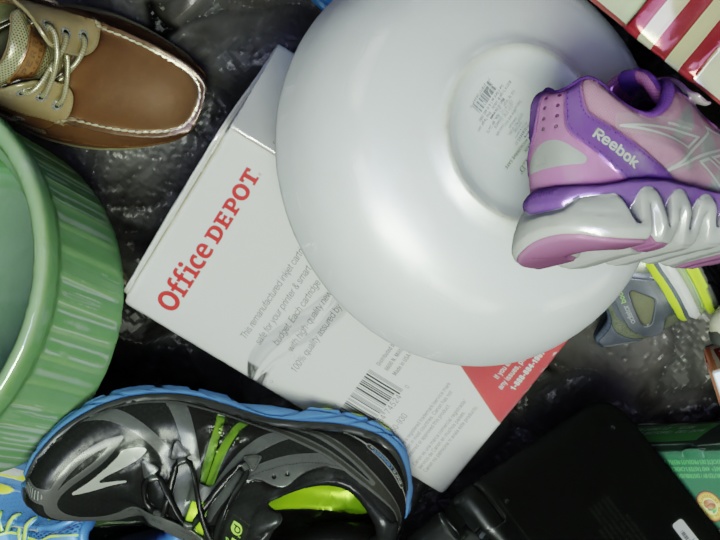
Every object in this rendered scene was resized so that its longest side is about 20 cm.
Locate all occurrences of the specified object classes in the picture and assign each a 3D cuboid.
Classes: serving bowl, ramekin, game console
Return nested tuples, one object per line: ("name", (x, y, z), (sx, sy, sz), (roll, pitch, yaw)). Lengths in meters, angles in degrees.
("serving bowl", (0.063, -0.058, 1.174), (0.199, 0.066, 0.201), (4, 80, -23))
("ramekin", (-0.217, 0.012, 1.276), (0.199, 0.098, 0.201), (-6, 76, 26))
("game console", (0.108, 0.200, 1.264), (0.200, 0.176, 0.116), (52, 143, 10))

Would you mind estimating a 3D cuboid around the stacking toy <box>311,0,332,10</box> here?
("stacking toy", (0.053, -0.202, 1.264), (0.110, 0.116, 0.200), (40, 88, -12))

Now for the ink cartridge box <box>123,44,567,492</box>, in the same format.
("ink cartridge box", (0.000, 0.000, 1.282), (0.199, 0.083, 0.147), (32, 132, -5))

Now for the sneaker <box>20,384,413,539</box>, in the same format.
("sneaker", (-0.071, 0.109, 1.258), (0.198, 0.083, 0.071), (4, 128, -6))

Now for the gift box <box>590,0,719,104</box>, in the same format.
("gift box", (0.207, -0.174, 1.211), (0.184, 0.200, 0.187), (40, 100, 6))

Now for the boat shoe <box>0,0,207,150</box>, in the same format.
("boat shoe", (-0.176, -0.108, 1.283), (0.199, 0.074, 0.076), (14, 95, -14))

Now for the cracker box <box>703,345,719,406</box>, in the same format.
("cracker box", (0.297, 0.076, 1.327), (0.199, 0.058, 0.135), (-19, 101, 6))

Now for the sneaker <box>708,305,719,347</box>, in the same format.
("sneaker", (0.253, -0.035, 1.291), (0.199, 0.070, 0.094), (-30, 94, -6))

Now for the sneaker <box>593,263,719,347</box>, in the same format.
("sneaker", (0.109, -0.043, 1.303), (0.081, 0.074, 0.200), (-33, 98, 12))

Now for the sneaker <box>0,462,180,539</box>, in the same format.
("sneaker", (-0.176, 0.127, 1.334), (0.199, 0.105, 0.076), (-6, 104, 4))

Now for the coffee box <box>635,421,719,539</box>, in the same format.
("coffee box", (0.194, 0.178, 1.329), (0.123, 0.044, 0.201), (-8, 106, 50))

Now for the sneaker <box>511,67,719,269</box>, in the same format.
("sneaker", (0.144, -0.048, 1.142), (0.080, 0.200, 0.089), (-17, 77, 43))
